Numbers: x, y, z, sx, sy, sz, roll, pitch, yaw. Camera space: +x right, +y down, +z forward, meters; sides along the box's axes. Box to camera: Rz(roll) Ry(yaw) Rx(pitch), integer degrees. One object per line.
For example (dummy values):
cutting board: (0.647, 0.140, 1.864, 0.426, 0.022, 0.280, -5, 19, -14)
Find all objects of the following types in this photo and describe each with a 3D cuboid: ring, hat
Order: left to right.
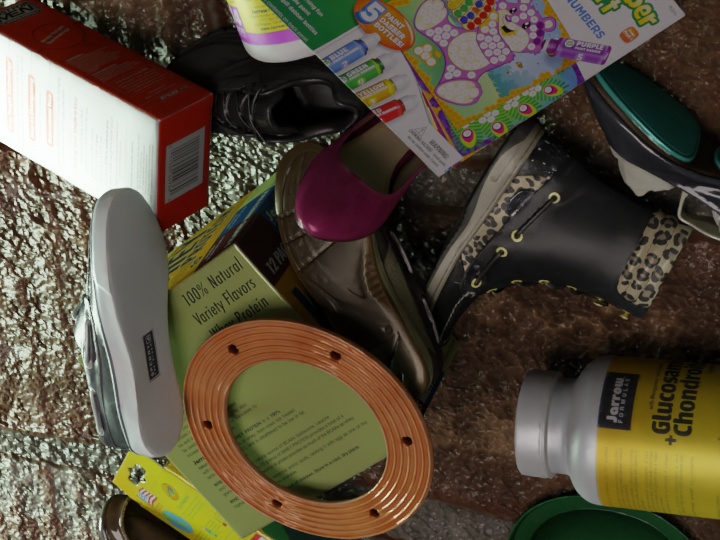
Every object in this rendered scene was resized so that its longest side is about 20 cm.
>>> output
ring: (-0.038, 0.115, 1.283, 0.198, 0.019, 0.202, 13, 127, 18)
hat: (0.167, 0.293, 1.387, 0.198, 0.176, 0.167, 5, 123, 19)

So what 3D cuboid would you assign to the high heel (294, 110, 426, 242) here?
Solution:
high heel: (0.025, -0.095, 1.188, 0.067, 0.200, 0.096, 38, 132, 2)

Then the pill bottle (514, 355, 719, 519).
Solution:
pill bottle: (0.220, 0.122, 1.299, 0.198, 0.112, 0.113, 4, 122, 19)

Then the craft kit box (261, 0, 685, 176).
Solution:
craft kit box: (0.067, -0.175, 1.075, 0.197, 0.049, 0.200, -35, 129, 19)

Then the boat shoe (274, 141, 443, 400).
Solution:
boat shoe: (0.000, 0.000, 1.272, 0.073, 0.065, 0.202, -22, 91, 26)

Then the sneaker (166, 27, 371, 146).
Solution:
sneaker: (-0.072, -0.129, 1.273, 0.198, 0.091, 0.077, -5, 120, 26)

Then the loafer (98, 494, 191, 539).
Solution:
loafer: (-0.148, 0.263, 1.567, 0.200, 0.073, 0.071, 42, 127, -20)

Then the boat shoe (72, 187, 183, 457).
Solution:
boat shoe: (-0.179, 0.038, 1.272, 0.067, 0.072, 0.202, 4, 113, 30)

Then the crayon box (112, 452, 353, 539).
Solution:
crayon box: (-0.112, 0.204, 1.495, 0.199, 0.051, 0.127, 35, 153, -2)

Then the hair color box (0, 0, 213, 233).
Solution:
hair color box: (-0.202, -0.119, 1.310, 0.199, 0.061, 0.102, 29, 131, 28)

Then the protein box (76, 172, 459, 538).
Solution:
protein box: (-0.071, 0.063, 1.365, 0.198, 0.135, 0.200, -33, 105, 35)

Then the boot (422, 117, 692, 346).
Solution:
boot: (0.136, 0.004, 1.280, 0.153, 0.074, 0.205, 29, 124, 4)

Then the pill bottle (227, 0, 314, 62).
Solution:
pill bottle: (-0.061, -0.251, 1.182, 0.103, 0.104, 0.202, -7, 117, 25)

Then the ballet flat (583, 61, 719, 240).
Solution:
ballet flat: (0.225, -0.068, 1.205, 0.199, 0.073, 0.073, 31, 127, -2)
